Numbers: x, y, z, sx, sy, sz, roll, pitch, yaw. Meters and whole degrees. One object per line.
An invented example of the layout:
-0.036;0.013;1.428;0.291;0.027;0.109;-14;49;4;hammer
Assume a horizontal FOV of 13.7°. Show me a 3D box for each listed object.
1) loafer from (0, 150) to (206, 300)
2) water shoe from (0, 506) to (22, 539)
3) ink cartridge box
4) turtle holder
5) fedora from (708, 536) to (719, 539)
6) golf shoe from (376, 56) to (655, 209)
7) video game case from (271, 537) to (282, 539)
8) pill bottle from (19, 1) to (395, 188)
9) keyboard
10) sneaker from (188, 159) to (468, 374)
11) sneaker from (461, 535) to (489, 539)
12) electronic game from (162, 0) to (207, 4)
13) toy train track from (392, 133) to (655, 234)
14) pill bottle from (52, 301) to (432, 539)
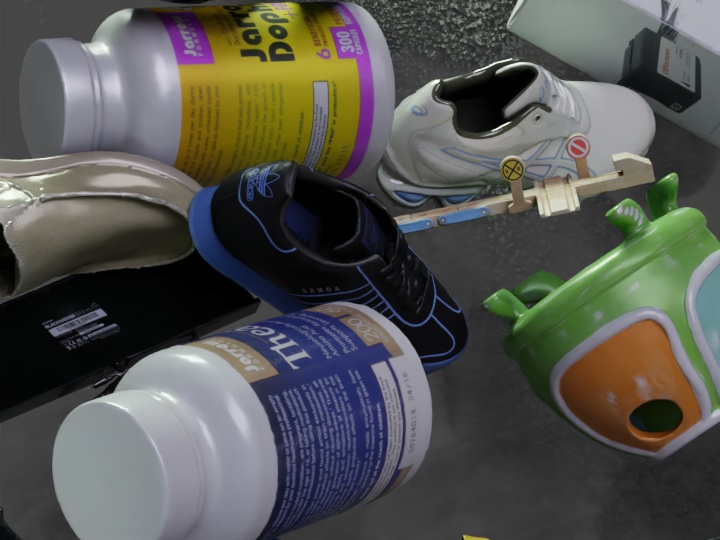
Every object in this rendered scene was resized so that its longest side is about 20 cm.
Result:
-0.178;-0.020;1.632;0.199;0.076;0.069;2;53;-12;loafer
-0.238;0.108;1.522;0.200;0.079;0.072;38;53;2;water shoe
0.212;-0.174;1.895;0.199;0.084;0.145;29;53;-5;ink cartridge box
0.160;0.037;1.725;0.141;0.186;0.132;-35;85;-1;turtle holder
0.144;0.212;1.608;0.200;0.202;0.092;-12;30;-29;fedora
0.105;-0.088;1.787;0.199;0.097;0.079;-12;65;-31;golf shoe
-0.058;0.192;1.532;0.143;0.018;0.200;23;25;-9;video game case
-0.088;-0.098;1.701;0.199;0.104;0.105;-5;62;-27;pill bottle
-0.148;0.049;1.637;0.199;0.040;0.104;-23;49;-32;keyboard
0.000;0.000;1.661;0.200;0.078;0.070;28;57;-36;sneaker
0.047;0.169;1.530;0.070;0.090;0.200;22;14;-12;sneaker
-0.101;-0.173;1.707;0.199;0.200;0.042;1;100;-23;electronic game
0.068;-0.047;1.724;0.199;0.115;0.033;-12;99;3;toy train track
-0.063;0.087;1.564;0.200;0.111;0.111;-16;67;-49;pill bottle
